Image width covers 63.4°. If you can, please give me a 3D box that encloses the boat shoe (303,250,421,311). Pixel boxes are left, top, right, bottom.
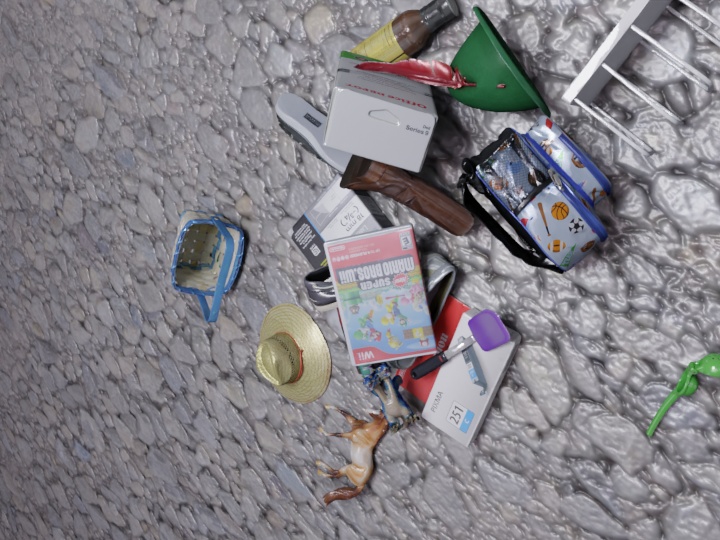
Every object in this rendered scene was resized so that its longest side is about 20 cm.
[{"bbox_3d":[0.000,0.000,0.927,0.196,0.073,0.063,-24,122,14],"label":"boat shoe"}]

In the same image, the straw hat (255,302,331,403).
[{"bbox_3d":[-0.157,0.173,1.133,0.197,0.084,0.207,6,101,33],"label":"straw hat"}]

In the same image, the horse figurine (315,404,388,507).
[{"bbox_3d":[-0.017,0.339,1.082,0.129,0.050,0.206,9,96,15],"label":"horse figurine"}]

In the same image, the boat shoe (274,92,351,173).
[{"bbox_3d":[-0.072,-0.232,1.024,0.200,0.068,0.057,43,154,13],"label":"boat shoe"}]

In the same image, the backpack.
[{"bbox_3d":[0.240,-0.096,0.768,0.153,0.199,0.193,-36,84,22],"label":"backpack"}]

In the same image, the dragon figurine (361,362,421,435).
[{"bbox_3d":[0.053,0.213,0.971,0.058,0.200,0.101,-27,68,2],"label":"dragon figurine"}]

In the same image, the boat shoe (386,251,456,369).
[{"bbox_3d":[0.094,0.073,0.933,0.065,0.073,0.206,44,116,54],"label":"boat shoe"}]

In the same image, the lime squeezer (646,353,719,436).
[{"bbox_3d":[0.446,0.148,0.757,0.070,0.038,0.199,42,123,-15],"label":"lime squeezer"}]

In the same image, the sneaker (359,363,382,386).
[{"bbox_3d":[0.028,0.121,0.999,0.085,0.075,0.204,-19,121,-5],"label":"sneaker"}]

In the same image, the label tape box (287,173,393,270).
[{"bbox_3d":[-0.012,-0.040,0.996,0.144,0.063,0.201,-45,73,19],"label":"label tape box"}]

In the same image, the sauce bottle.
[{"bbox_3d":[0.060,-0.356,0.906,0.197,0.064,0.066,-23,86,33],"label":"sauce bottle"}]

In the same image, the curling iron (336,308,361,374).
[{"bbox_3d":[-0.021,0.090,1.062,0.049,0.025,0.206,-9,94,32],"label":"curling iron"}]

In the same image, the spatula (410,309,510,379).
[{"bbox_3d":[0.145,0.123,0.904,0.199,0.020,0.057,-38,77,35],"label":"spatula"}]

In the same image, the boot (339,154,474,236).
[{"bbox_3d":[0.073,-0.116,0.914,0.066,0.196,0.186,-64,19,3],"label":"boot"}]

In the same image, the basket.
[{"bbox_3d":[-0.298,-0.024,1.149,0.201,0.136,0.180,54,128,50],"label":"basket"}]

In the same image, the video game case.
[{"bbox_3d":[0.032,0.041,0.897,0.139,0.017,0.205,-10,103,12],"label":"video game case"}]

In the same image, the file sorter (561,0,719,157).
[{"bbox_3d":[0.358,-0.248,0.680,0.124,0.138,0.202,44,119,15],"label":"file sorter"}]

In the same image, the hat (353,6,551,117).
[{"bbox_3d":[0.135,-0.238,0.802,0.175,0.164,0.203,-36,70,25],"label":"hat"}]

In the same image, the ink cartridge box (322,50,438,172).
[{"bbox_3d":[0.026,-0.234,0.836,0.142,0.202,0.086,14,123,-6],"label":"ink cartridge box"}]

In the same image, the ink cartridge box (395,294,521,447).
[{"bbox_3d":[0.143,0.152,0.951,0.174,0.044,0.204,30,114,26],"label":"ink cartridge box"}]
